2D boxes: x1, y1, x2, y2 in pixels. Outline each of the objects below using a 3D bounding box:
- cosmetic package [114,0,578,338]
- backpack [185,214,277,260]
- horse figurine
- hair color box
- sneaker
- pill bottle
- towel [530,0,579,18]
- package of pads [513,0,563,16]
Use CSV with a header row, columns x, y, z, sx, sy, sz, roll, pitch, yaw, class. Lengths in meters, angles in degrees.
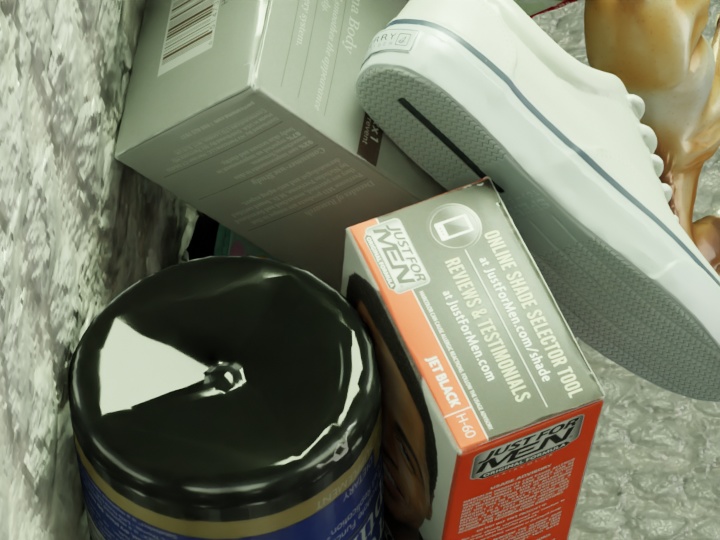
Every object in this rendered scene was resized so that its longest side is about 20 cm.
x,y,z,sx,sy,sz,roll,pitch,yaw,class
0.010,-0.052,1.129,0.090,0.200,0.107,-25,-133,42,cosmetic package
0.000,0.000,1.294,0.200,0.153,0.176,-7,107,-76,backpack
0.126,-0.095,1.147,0.200,0.050,0.133,70,39,-53,horse figurine
0.035,0.064,1.102,0.200,0.061,0.102,96,-29,-59,hair color box
0.087,-0.034,1.081,0.073,0.200,0.071,-11,-140,53,sneaker
-0.046,0.096,1.094,0.200,0.112,0.112,87,10,-51,pill bottle
0.051,-0.155,1.571,0.022,0.200,0.145,46,35,-28,towel
0.014,-0.207,1.105,0.200,0.068,0.155,39,41,-29,package of pads
